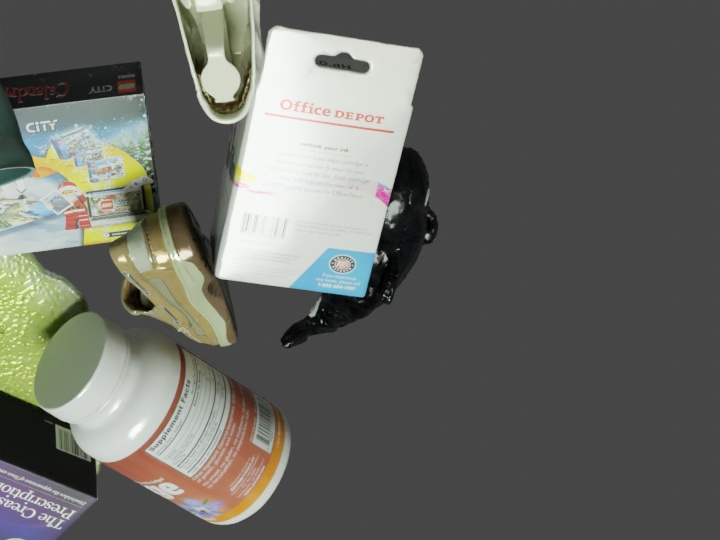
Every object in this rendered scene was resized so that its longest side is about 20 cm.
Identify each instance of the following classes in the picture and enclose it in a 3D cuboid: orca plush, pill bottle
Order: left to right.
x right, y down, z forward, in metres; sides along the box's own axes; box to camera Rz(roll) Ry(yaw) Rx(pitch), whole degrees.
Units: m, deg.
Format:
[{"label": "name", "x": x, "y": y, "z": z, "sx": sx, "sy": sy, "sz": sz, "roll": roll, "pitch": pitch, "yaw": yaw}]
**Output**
[{"label": "pill bottle", "x": -0.159, "y": 0.115, "z": 1.477, "sx": 0.112, "sy": 0.113, "sz": 0.200, "roll": -37, "pitch": 130, "yaw": 22}, {"label": "orca plush", "x": 0.000, "y": 0.000, "z": 1.431, "sx": 0.105, "sy": 0.071, "sz": 0.200, "roll": 23, "pitch": 124, "yaw": -31}]

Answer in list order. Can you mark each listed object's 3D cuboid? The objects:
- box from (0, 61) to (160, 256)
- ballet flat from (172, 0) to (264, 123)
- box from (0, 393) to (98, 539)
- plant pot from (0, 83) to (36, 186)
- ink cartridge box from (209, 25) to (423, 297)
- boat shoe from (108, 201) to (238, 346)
[{"label": "box", "x": -0.247, "y": -0.074, "z": 1.326, "sx": 0.198, "sy": 0.038, "sz": 0.137, "roll": -7, "pitch": 135, "yaw": -6}, {"label": "ballet flat", "x": -0.091, "y": -0.170, "z": 1.166, "sx": 0.069, "sy": 0.070, "sz": 0.201, "roll": -11, "pitch": 141, "yaw": -3}, {"label": "box", "x": -0.335, "y": 0.165, "z": 1.511, "sx": 0.199, "sy": 0.079, "sz": 0.141, "roll": 27, "pitch": 125, "yaw": -33}, {"label": "plant pot", "x": -0.317, "y": -0.105, "z": 1.168, "sx": 0.198, "sy": 0.136, "sz": 0.200, "roll": -14, "pitch": 180, "yaw": 0}, {"label": "ink cartridge box", "x": -0.033, "y": -0.088, "z": 1.321, "sx": 0.114, "sy": 0.068, "sz": 0.201, "roll": 7, "pitch": 120, "yaw": -13}, {"label": "boat shoe", "x": -0.143, "y": 0.009, "z": 1.383, "sx": 0.075, "sy": 0.072, "sz": 0.200, "roll": -18, "pitch": 153, "yaw": 0}]
